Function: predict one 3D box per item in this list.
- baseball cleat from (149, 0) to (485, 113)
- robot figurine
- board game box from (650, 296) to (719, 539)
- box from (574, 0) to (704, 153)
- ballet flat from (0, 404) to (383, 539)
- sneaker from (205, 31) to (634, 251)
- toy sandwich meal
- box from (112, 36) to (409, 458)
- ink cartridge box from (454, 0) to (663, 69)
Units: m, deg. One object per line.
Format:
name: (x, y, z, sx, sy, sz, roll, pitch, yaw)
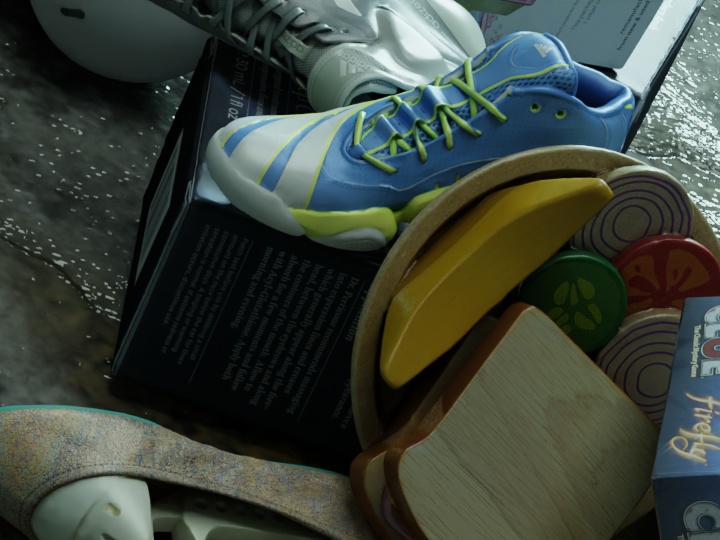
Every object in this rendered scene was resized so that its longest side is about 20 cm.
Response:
baseball cleat: (-0.032, -0.117, 1.362, 0.199, 0.070, 0.107, 18, 33, -10)
robot figurine: (-0.115, -0.186, 1.574, 0.125, 0.150, 0.201, 37, 26, -25)
board game box: (0.158, 0.131, 1.258, 0.034, 0.201, 0.136, -4, 30, 15)
box: (0.066, -0.128, 1.634, 0.199, 0.107, 0.149, 28, 33, 6)
ballet flat: (-0.077, 0.104, 1.251, 0.199, 0.068, 0.068, 10, 43, -20)
sneaker: (0.033, -0.065, 1.297, 0.199, 0.105, 0.076, 5, 35, -32)
toy sandwich meal: (0.083, 0.047, 1.275, 0.204, 0.206, 0.070, 8, 11, -25)
box: (0.000, 0.000, 1.396, 0.199, 0.107, 0.149, 20, 33, -11)
ink cartridge box: (0.045, -0.189, 1.520, 0.199, 0.085, 0.145, 8, 37, -33)
